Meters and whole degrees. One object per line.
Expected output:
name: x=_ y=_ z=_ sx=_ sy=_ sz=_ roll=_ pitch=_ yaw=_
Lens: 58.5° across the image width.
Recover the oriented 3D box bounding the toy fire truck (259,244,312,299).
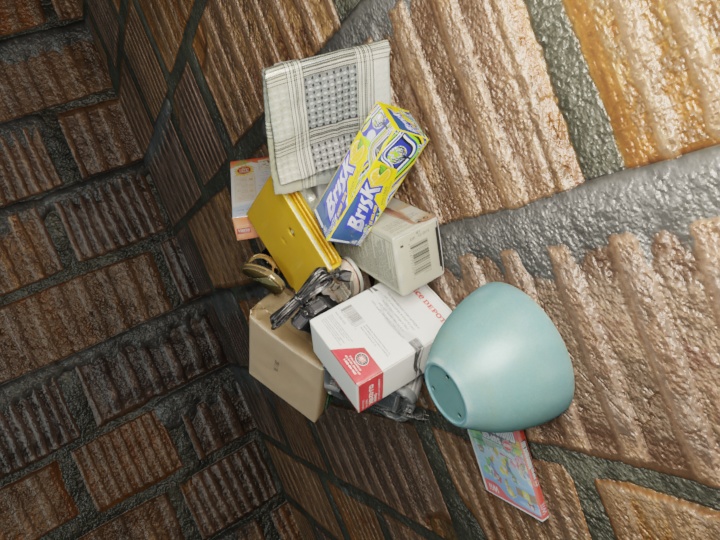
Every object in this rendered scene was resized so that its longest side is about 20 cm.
toy fire truck: x=-0.104 y=0.025 z=1.318 sx=0.175 sy=0.129 sz=0.200 roll=33 pitch=169 yaw=32

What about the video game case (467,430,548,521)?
video game case: x=0.222 y=0.285 z=1.027 sx=0.142 sy=0.017 sz=0.203 roll=6 pitch=117 yaw=64

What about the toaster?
toaster: x=0.040 y=0.166 z=1.106 sx=0.197 sy=0.130 sz=0.114 roll=19 pitch=143 yaw=10

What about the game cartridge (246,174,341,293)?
game cartridge: x=-0.117 y=-0.057 z=1.078 sx=0.178 sy=0.032 sz=0.200 roll=58 pitch=156 yaw=-1

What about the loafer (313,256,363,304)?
loafer: x=-0.044 y=0.036 z=1.120 sx=0.072 sy=0.062 sz=0.200 roll=56 pitch=162 yaw=7

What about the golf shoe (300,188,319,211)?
golf shoe: x=-0.084 y=-0.078 z=1.142 sx=0.201 sy=0.090 sz=0.076 roll=102 pitch=171 yaw=-60

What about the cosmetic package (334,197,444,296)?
cosmetic package: x=0.036 y=-0.053 z=1.020 sx=0.199 sy=0.086 sz=0.105 roll=34 pitch=143 yaw=50

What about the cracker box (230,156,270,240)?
cracker box: x=-0.186 y=-0.149 z=1.270 sx=0.201 sy=0.132 sz=0.058 roll=-105 pitch=9 yaw=-49

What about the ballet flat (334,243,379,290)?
ballet flat: x=0.000 y=0.000 z=1.174 sx=0.068 sy=0.066 sz=0.203 roll=37 pitch=143 yaw=59

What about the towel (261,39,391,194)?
towel: x=-0.041 y=-0.208 z=0.910 sx=0.035 sy=0.190 sz=0.202 roll=52 pitch=153 yaw=41

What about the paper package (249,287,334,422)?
paper package: x=-0.120 y=0.164 z=1.246 sx=0.189 sy=0.103 sz=0.202 roll=34 pitch=141 yaw=18

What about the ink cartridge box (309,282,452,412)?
ink cartridge box: x=0.040 y=0.105 z=1.024 sx=0.145 sy=0.198 sz=0.084 roll=48 pitch=155 yaw=35

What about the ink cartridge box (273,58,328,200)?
ink cartridge box: x=-0.070 y=-0.234 z=1.048 sx=0.148 sy=0.085 sz=0.201 roll=89 pitch=158 yaw=-44

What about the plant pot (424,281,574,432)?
plant pot: x=0.165 y=0.136 z=0.862 sx=0.200 sy=0.133 sz=0.202 roll=48 pitch=151 yaw=36

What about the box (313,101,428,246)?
box: x=0.010 y=-0.131 z=0.914 sx=0.201 sy=0.064 sz=0.071 roll=-57 pitch=43 yaw=33

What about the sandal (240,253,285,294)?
sandal: x=-0.181 y=-0.001 z=1.207 sx=0.080 sy=0.054 sz=0.200 roll=37 pitch=172 yaw=-15

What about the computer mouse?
computer mouse: x=-0.058 y=0.045 z=1.034 sx=0.046 sy=0.140 sz=0.199 roll=53 pitch=-167 yaw=25
